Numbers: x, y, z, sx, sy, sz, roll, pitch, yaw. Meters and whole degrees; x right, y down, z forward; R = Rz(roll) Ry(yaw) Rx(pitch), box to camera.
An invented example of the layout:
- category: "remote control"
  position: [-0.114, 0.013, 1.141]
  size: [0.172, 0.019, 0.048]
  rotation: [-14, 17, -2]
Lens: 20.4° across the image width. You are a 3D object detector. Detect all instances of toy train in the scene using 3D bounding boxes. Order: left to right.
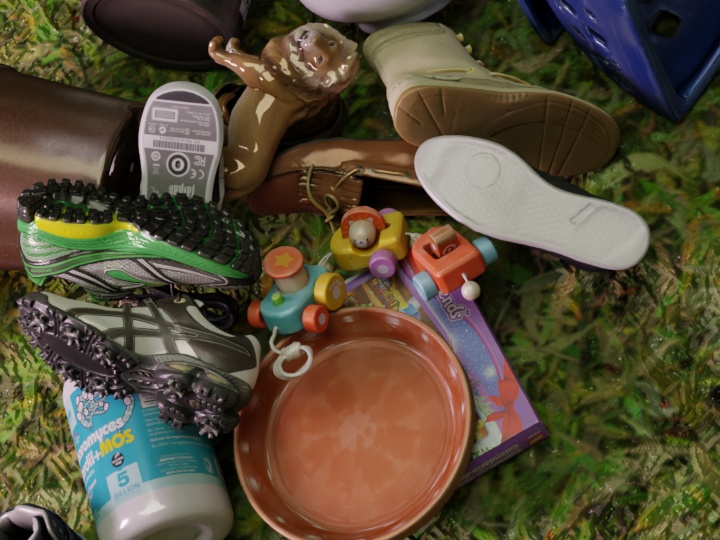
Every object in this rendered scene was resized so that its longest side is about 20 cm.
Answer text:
- category: "toy train"
  position: [0.000, 0.000, 1.595]
  size: [0.199, 0.056, 0.150]
  rotation: [-28, 34, -6]

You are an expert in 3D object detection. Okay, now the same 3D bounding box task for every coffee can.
- category: "coffee can"
  position: [-0.157, -0.303, 1.805]
  size: [0.145, 0.146, 0.201]
  rotation: [5, 69, 21]

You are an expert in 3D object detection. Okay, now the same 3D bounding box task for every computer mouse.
- category: "computer mouse"
  position: [-0.145, -0.055, 1.646]
  size: [0.109, 0.044, 0.201]
  rotation: [8, 100, 8]

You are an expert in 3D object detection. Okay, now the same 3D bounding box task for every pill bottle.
- category: "pill bottle"
  position: [-0.179, 0.134, 1.640]
  size: [0.110, 0.111, 0.201]
  rotation: [-24, 61, 7]

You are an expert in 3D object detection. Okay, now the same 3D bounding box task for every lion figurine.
- category: "lion figurine"
  position: [-0.088, -0.124, 1.682]
  size: [0.122, 0.072, 0.201]
  rotation: [29, 97, 16]

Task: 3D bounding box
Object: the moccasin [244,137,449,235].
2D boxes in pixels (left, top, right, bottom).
- category: "moccasin"
  position: [-0.001, -0.065, 1.693]
  size: [0.200, 0.074, 0.078]
  rotation: [0, 57, 9]

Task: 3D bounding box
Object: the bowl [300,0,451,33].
- category: "bowl"
  position: [0.027, -0.267, 1.736]
  size: [0.200, 0.091, 0.201]
  rotation: [-20, 23, 9]

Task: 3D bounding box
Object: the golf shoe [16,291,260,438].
- category: "golf shoe"
  position: [-0.173, 0.056, 1.587]
  size: [0.199, 0.078, 0.095]
  rotation: [25, 51, 5]

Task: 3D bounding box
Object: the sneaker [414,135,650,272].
- category: "sneaker"
  position: [0.137, -0.047, 1.610]
  size: [0.199, 0.099, 0.071]
  rotation: [23, 88, 10]

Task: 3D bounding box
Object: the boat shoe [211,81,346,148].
- category: "boat shoe"
  position: [-0.115, -0.135, 1.761]
  size: [0.199, 0.068, 0.072]
  rotation: [-17, 64, 13]

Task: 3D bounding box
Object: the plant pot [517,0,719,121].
- category: "plant pot"
  position: [0.222, -0.275, 1.639]
  size: [0.179, 0.200, 0.200]
  rotation: [30, 80, 34]

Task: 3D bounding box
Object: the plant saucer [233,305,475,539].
- category: "plant saucer"
  position: [-0.004, 0.127, 1.584]
  size: [0.199, 0.032, 0.202]
  rotation: [-8, 65, 17]

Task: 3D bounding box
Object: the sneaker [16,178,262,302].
- category: "sneaker"
  position: [-0.176, -0.015, 1.606]
  size: [0.199, 0.086, 0.078]
  rotation: [10, 33, 4]

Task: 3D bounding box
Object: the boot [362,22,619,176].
- category: "boot"
  position: [0.107, -0.147, 1.680]
  size: [0.199, 0.073, 0.156]
  rotation: [6, 26, -17]

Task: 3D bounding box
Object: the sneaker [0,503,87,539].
- category: "sneaker"
  position: [-0.218, 0.265, 1.577]
  size: [0.077, 0.146, 0.202]
  rotation: [-46, 62, -7]

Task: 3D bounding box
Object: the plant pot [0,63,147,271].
- category: "plant pot"
  position: [-0.274, -0.082, 1.723]
  size: [0.197, 0.200, 0.201]
  rotation: [9, 70, 19]

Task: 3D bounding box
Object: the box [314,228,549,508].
- category: "box"
  position: [0.048, 0.082, 1.625]
  size: [0.136, 0.039, 0.201]
  rotation: [-30, 61, 6]
